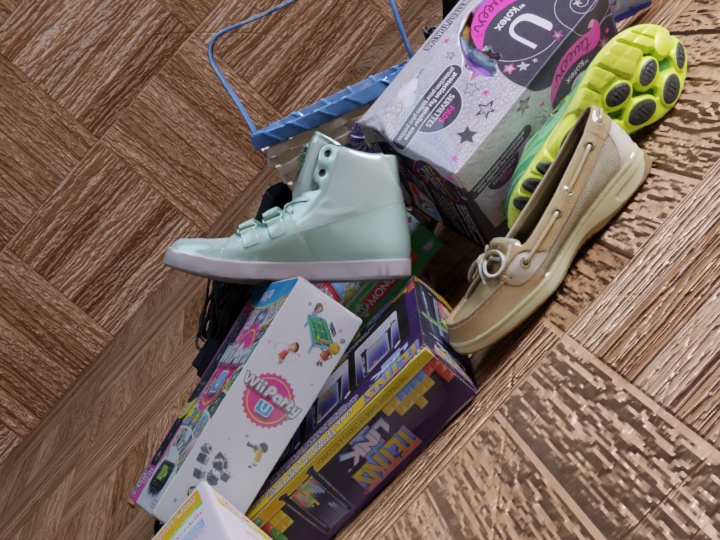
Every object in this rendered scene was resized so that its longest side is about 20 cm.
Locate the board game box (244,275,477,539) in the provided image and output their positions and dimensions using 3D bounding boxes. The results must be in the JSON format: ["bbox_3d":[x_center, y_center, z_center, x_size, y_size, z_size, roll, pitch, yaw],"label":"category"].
[{"bbox_3d":[-0.005,0.113,0.996,0.200,0.057,0.165,-46,14,13],"label":"board game box"}]

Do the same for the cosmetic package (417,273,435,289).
[{"bbox_3d":[-0.014,0.046,1.265,0.151,0.052,0.200,-51,12,-1],"label":"cosmetic package"}]

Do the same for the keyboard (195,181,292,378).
[{"bbox_3d":[-0.118,0.005,1.249,0.201,0.039,0.104,-69,-14,14],"label":"keyboard"}]

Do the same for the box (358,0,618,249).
[{"bbox_3d":[0.117,-0.140,1.092,0.114,0.132,0.200,31,77,34],"label":"box"}]

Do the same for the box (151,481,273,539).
[{"bbox_3d":[-0.088,0.223,0.825,0.113,0.101,0.200,-49,11,-5],"label":"box"}]

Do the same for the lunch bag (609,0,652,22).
[{"bbox_3d":[0.181,-0.273,1.193,0.200,0.094,0.151,-37,-30,-25],"label":"lunch bag"}]

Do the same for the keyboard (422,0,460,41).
[{"bbox_3d":[0.080,-0.205,1.148,0.201,0.020,0.127,84,-153,-46],"label":"keyboard"}]

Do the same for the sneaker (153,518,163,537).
[{"bbox_3d":[-0.154,0.220,1.113,0.077,0.084,0.200,-31,19,28],"label":"sneaker"}]

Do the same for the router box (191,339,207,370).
[{"bbox_3d":[-0.079,0.024,1.384,0.200,0.051,0.149,-55,-12,24],"label":"router box"}]

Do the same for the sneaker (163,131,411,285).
[{"bbox_3d":[-0.059,-0.049,1.059,0.074,0.199,0.119,31,-123,-84],"label":"sneaker"}]

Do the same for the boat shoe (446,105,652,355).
[{"bbox_3d":[0.123,-0.027,0.940,0.201,0.063,0.073,-47,12,-5],"label":"boat shoe"}]

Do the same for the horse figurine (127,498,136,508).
[{"bbox_3d":[-0.158,0.190,1.312,0.132,0.050,0.200,-41,-1,-34],"label":"horse figurine"}]

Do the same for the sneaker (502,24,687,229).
[{"bbox_3d":[0.172,-0.112,1.020,0.200,0.074,0.084,-50,15,-5],"label":"sneaker"}]

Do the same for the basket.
[{"bbox_3d":[-0.022,-0.159,1.199,0.176,0.201,0.139,-27,5,11],"label":"basket"}]

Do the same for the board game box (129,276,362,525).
[{"bbox_3d":[-0.092,0.108,1.008,0.201,0.064,0.147,-58,12,-13],"label":"board game box"}]

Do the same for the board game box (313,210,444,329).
[{"bbox_3d":[0.000,0.000,1.171,0.135,0.029,0.200,-47,14,2],"label":"board game box"}]

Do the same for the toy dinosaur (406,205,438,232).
[{"bbox_3d":[0.098,-0.114,1.318,0.200,0.136,0.086,-32,45,-33],"label":"toy dinosaur"}]
